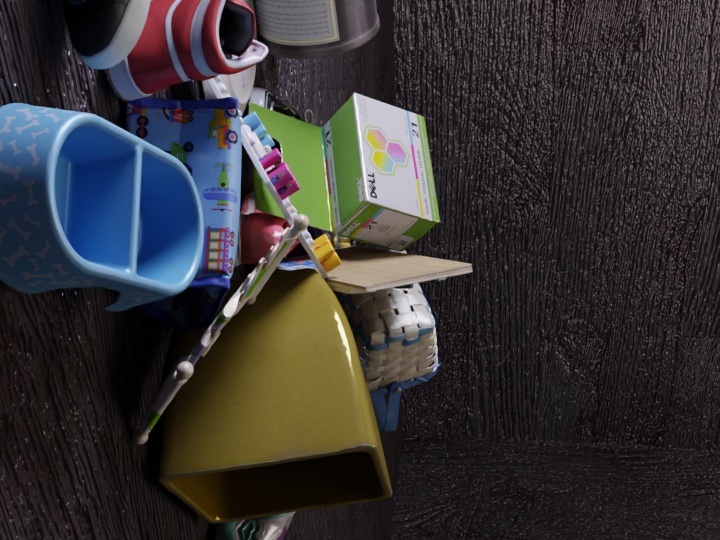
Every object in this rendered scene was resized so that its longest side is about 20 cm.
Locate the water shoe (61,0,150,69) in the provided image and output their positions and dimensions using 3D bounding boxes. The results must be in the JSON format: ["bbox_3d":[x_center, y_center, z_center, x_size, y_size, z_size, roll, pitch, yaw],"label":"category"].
[{"bbox_3d":[-0.178,-0.232,0.600,0.078,0.071,0.204,0,94,-55],"label":"water shoe"}]

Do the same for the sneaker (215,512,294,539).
[{"bbox_3d":[-0.120,0.318,1.072,0.201,0.076,0.142,-55,155,-45],"label":"sneaker"}]

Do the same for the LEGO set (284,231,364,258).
[{"bbox_3d":[-0.046,-0.067,1.266,0.116,0.151,0.203,120,-16,-68],"label":"LEGO set"}]

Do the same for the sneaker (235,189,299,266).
[{"bbox_3d":[-0.100,-0.044,1.098,0.200,0.085,0.075,-66,158,-72],"label":"sneaker"}]

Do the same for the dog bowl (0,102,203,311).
[{"bbox_3d":[-0.162,-0.037,0.609,0.200,0.049,0.114,26,64,-69],"label":"dog bowl"}]

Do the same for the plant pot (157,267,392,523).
[{"bbox_3d":[-0.081,0.115,0.937,0.195,0.192,0.203,77,6,-64],"label":"plant pot"}]

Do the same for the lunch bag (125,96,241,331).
[{"bbox_3d":[-0.143,-0.037,0.819,0.200,0.092,0.154,100,-9,-75],"label":"lunch bag"}]

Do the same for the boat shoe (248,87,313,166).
[{"bbox_3d":[-0.093,-0.167,1.172,0.200,0.067,0.075,72,24,-75],"label":"boat shoe"}]

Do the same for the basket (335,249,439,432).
[{"bbox_3d":[0.020,0.081,1.203,0.202,0.137,0.178,90,-17,-51],"label":"basket"}]

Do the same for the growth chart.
[{"bbox_3d":[-0.114,0.043,0.798,0.201,0.018,0.145,-55,-176,-40],"label":"growth chart"}]

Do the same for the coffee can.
[{"bbox_3d":[-0.060,-0.359,1.062,0.147,0.143,0.203,-79,164,-52],"label":"coffee can"}]

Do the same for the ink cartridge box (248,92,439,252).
[{"bbox_3d":[-0.018,-0.119,1.062,0.076,0.197,0.150,-37,-130,44],"label":"ink cartridge box"}]

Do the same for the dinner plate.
[{"bbox_3d":[-0.136,-0.245,1.020,0.200,0.024,0.204,3,90,-83],"label":"dinner plate"}]

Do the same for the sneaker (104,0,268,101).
[{"bbox_3d":[-0.122,-0.214,0.756,0.072,0.110,0.202,64,25,-46],"label":"sneaker"}]

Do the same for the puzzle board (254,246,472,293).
[{"bbox_3d":[0.000,0.000,1.030,0.149,0.198,0.018,-11,103,-38],"label":"puzzle board"}]

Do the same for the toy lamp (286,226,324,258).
[{"bbox_3d":[-0.053,0.032,1.127,0.058,0.057,0.203,75,6,-67],"label":"toy lamp"}]

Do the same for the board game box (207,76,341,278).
[{"bbox_3d":[-0.090,-0.112,0.907,0.202,0.026,0.200,60,-1,25],"label":"board game box"}]
